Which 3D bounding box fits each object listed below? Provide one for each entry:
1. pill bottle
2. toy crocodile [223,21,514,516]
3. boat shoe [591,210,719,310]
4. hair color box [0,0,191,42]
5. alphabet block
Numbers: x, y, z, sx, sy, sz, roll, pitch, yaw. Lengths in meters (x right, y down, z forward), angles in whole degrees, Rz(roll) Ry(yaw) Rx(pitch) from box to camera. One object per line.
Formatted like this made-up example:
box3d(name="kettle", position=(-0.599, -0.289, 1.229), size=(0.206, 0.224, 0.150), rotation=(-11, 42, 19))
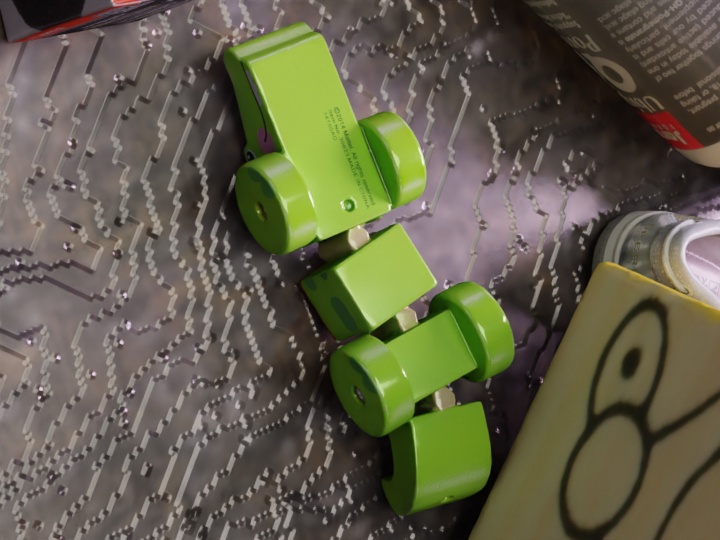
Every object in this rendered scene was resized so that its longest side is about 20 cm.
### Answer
box3d(name="pill bottle", position=(0.142, -0.113, 1.167), size=(0.200, 0.111, 0.111), rotation=(42, 68, -19))
box3d(name="toy crocodile", position=(0.000, 0.000, 1.116), size=(0.067, 0.062, 0.200), rotation=(-28, 95, -27))
box3d(name="boat shoe", position=(0.195, 0.016, 1.212), size=(0.202, 0.065, 0.075), rotation=(17, 78, -26))
box3d(name="hair color box", position=(-0.106, -0.191, 1.043), size=(0.061, 0.101, 0.200), rotation=(-14, 93, -29))
box3d(name="alphabet block", position=(0.162, 0.136, 1.089), size=(0.196, 0.195, 0.200), rotation=(25, 93, -27))
